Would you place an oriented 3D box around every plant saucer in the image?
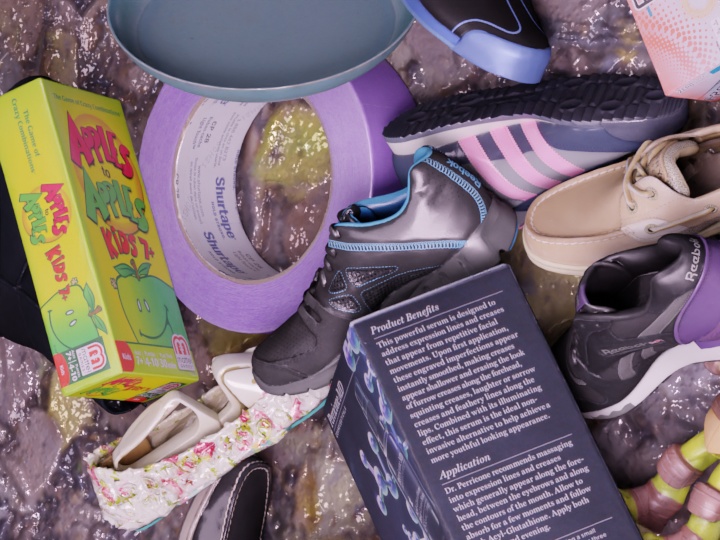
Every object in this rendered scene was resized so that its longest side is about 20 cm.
[{"bbox_3d":[-0.060,-0.162,1.567,0.200,0.200,0.027,29,139,34],"label":"plant saucer"}]

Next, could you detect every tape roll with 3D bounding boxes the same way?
[{"bbox_3d":[-0.052,-0.059,1.621,0.200,0.066,0.201,-1,88,38],"label":"tape roll"}]

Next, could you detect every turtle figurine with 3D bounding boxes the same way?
[{"bbox_3d":[0.211,0.087,1.417,0.161,0.064,0.200,-53,45,13],"label":"turtle figurine"}]

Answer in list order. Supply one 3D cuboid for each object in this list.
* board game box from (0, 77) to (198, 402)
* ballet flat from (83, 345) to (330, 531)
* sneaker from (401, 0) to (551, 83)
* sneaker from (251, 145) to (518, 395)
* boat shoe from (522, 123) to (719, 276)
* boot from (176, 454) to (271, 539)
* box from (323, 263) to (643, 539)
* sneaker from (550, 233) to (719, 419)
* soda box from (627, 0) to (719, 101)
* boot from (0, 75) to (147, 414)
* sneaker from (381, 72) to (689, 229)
[{"bbox_3d":[-0.174,-0.018,1.606,0.047,0.102,0.201,-22,76,22],"label":"board game box"},{"bbox_3d":[-0.092,0.094,1.598,0.200,0.064,0.076,-37,28,0],"label":"ballet flat"},{"bbox_3d":[0.059,-0.201,1.531,0.200,0.070,0.078,49,124,30],"label":"sneaker"},{"bbox_3d":[0.000,0.000,1.512,0.200,0.073,0.082,-38,109,21],"label":"sneaker"},{"bbox_3d":[0.179,-0.050,1.412,0.199,0.065,0.072,-12,53,24],"label":"boat shoe"},{"bbox_3d":[-0.053,0.229,1.615,0.150,0.073,0.201,15,91,32],"label":"boot"},{"bbox_3d":[0.070,0.124,1.458,0.149,0.107,0.200,106,142,-65],"label":"box"},{"bbox_3d":[0.148,0.022,1.403,0.200,0.087,0.076,-33,43,52],"label":"sneaker"},{"bbox_3d":[0.183,-0.201,1.442,0.068,0.063,0.201,-31,72,33],"label":"soda box"},{"bbox_3d":[-0.190,-0.018,1.717,0.168,0.076,0.201,26,111,38],"label":"boot"},{"bbox_3d":[0.114,-0.069,1.506,0.199,0.070,0.082,-4,117,33],"label":"sneaker"}]
